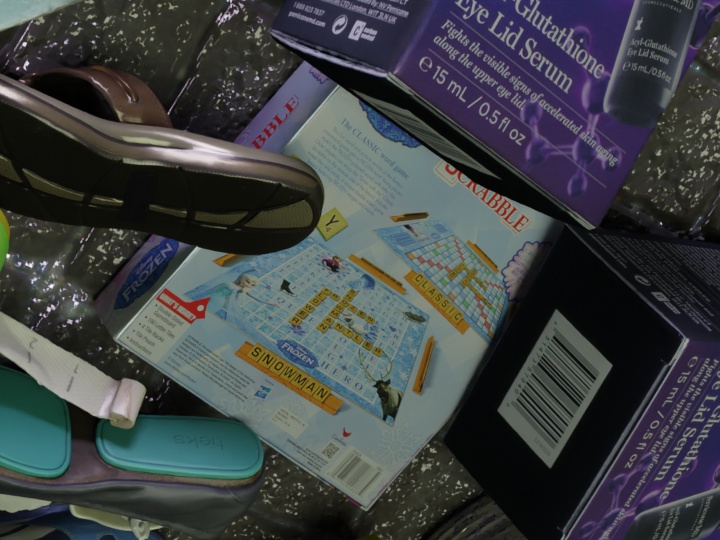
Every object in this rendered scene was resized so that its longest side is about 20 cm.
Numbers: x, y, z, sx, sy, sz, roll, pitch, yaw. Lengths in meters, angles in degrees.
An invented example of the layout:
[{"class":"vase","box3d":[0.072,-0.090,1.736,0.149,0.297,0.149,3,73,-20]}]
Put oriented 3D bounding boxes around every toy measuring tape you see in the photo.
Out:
[{"class":"toy measuring tape","box3d":[-0.166,0.008,0.936,0.199,0.074,0.074,36,100,-25]}]

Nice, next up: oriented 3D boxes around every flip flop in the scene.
[{"class":"flip flop","box3d":[-0.111,-0.061,0.940,0.198,0.058,0.081,12,146,-14]}]

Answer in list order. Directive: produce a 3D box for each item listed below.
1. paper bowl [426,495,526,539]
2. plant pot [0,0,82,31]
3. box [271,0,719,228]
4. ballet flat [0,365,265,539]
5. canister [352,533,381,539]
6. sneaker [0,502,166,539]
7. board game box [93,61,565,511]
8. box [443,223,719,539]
[{"class":"paper bowl","box3d":[0.114,0.231,1.210,0.199,0.104,0.202,-14,125,-21]},{"class":"plant pot","box3d":[-0.234,-0.181,0.735,0.195,0.196,0.202,-21,116,-14]},{"class":"box","box3d":[0.081,-0.147,0.925,0.148,0.104,0.201,31,88,-37]},{"class":"ballet flat","box3d":[-0.145,0.096,1.011,0.198,0.073,0.074,13,113,-20]},{"class":"canister","box3d":[-0.062,0.242,1.101,0.198,0.150,0.087,-16,159,-14]},{"class":"sneaker","box3d":[-0.181,0.165,1.032,0.198,0.082,0.075,4,116,-31]},{"class":"board game box","box3d":[0.000,0.000,1.049,0.200,0.041,0.200,-47,128,5]},{"class":"box","box3d":[0.168,0.069,1.108,0.199,0.104,0.149,5,122,-43]}]
